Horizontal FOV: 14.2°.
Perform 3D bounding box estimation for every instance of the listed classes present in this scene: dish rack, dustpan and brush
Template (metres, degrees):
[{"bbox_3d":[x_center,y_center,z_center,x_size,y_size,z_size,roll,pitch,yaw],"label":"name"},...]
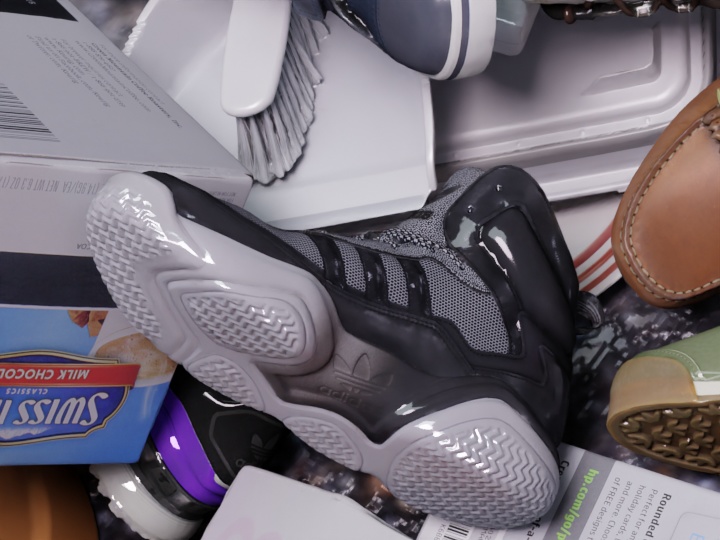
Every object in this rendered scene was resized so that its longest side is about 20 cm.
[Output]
[{"bbox_3d":[0.054,-0.106,1.167,0.199,0.044,0.172,-10,59,21],"label":"dish rack"},{"bbox_3d":[-0.036,-0.110,1.146,0.139,0.057,0.201,-9,52,18],"label":"dustpan and brush"}]

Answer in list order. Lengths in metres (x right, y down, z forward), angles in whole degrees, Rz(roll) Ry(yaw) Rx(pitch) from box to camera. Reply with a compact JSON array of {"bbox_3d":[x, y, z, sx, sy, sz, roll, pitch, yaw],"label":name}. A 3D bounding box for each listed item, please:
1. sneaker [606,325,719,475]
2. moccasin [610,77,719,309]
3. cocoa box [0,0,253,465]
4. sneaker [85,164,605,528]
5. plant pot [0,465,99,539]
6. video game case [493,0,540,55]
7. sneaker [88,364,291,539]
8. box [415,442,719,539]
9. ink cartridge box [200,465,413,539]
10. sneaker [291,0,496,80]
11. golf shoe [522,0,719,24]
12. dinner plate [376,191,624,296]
[{"bbox_3d":[0.192,0.024,1.042,0.199,0.067,0.090,-1,61,18],"label":"sneaker"},{"bbox_3d":[0.180,-0.055,1.072,0.201,0.078,0.074,-30,94,-6],"label":"moccasin"},{"bbox_3d":[-0.161,-0.032,1.093,0.200,0.133,0.132,43,119,40],"label":"cocoa box"},{"bbox_3d":[0.000,0.000,1.037,0.075,0.200,0.114,-28,32,56],"label":"sneaker"},{"bbox_3d":[-0.220,0.110,1.136,0.199,0.140,0.201,-12,57,18],"label":"plant pot"},{"bbox_3d":[0.007,-0.186,1.154,0.181,0.023,0.201,16,57,10],"label":"video game case"},{"bbox_3d":[-0.076,0.003,1.161,0.099,0.069,0.201,-38,60,24],"label":"sneaker"},{"bbox_3d":[0.097,0.152,1.025,0.199,0.041,0.156,15,70,32],"label":"box"},{"bbox_3d":[-0.022,0.161,1.015,0.163,0.057,0.200,-59,24,-11],"label":"ink cartridge box"},{"bbox_3d":[-0.022,-0.135,1.058,0.079,0.079,0.200,-13,45,-21],"label":"sneaker"},{"bbox_3d":[0.105,-0.116,1.054,0.200,0.078,0.095,28,62,30],"label":"golf shoe"},{"bbox_3d":[0.048,-0.052,1.178,0.199,0.024,0.201,-12,58,20],"label":"dinner plate"}]
